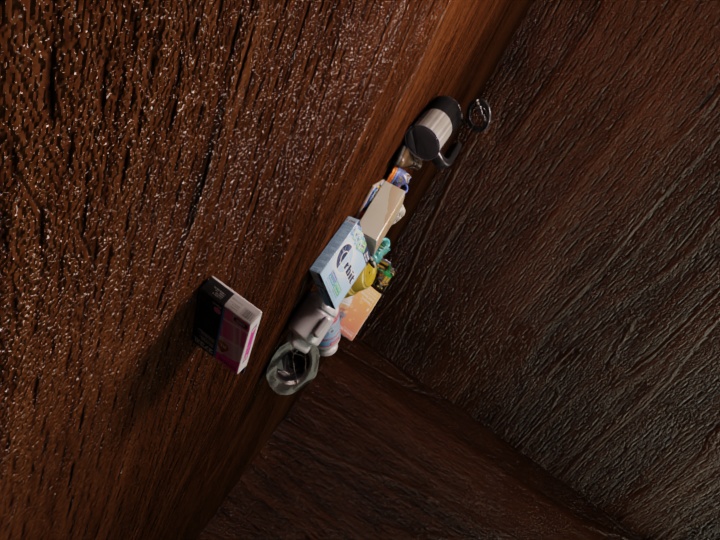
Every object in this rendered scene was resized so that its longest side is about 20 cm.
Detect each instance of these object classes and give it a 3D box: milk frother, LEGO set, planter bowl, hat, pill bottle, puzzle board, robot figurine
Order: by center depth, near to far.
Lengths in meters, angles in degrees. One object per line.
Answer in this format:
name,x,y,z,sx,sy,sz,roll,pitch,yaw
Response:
milk frother,0.268,-0.432,1.725,0.199,0.180,0.189,-38,-167,52
robot figurine,-0.142,0.145,1.726,0.202,0.112,0.169,-57,-147,-2
puzzle board,0.016,-0.187,1.791,0.202,0.017,0.151,-60,174,23
hat,-0.233,0.299,1.874,0.080,0.200,0.203,24,-102,51
pill bottle,-0.119,0.187,1.892,0.109,0.107,0.203,-52,152,-39
planter bowl,0.000,0.000,1.913,0.200,0.082,0.205,-37,132,-54
LEGO set,0.024,0.004,2.157,0.117,0.197,0.155,-57,-165,28

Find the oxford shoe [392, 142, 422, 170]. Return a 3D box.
oxford shoe,0.156,-0.352,1.792,0.073,0.084,0.200,-57,174,29

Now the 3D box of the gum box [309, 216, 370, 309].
gum box,-0.053,-0.021,1.620,0.202,0.044,0.171,-55,149,-24

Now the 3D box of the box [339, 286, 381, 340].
box,-0.049,0.121,2.075,0.202,0.151,0.106,-57,-154,-9

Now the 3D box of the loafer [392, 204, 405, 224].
loafer,0.056,-0.158,1.865,0.198,0.071,0.070,-38,154,9

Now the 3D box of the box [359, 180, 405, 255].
box,0.056,-0.159,1.738,0.202,0.076,0.095,-60,171,-24

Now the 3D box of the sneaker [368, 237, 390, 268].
sneaker,0.052,-0.067,1.823,0.079,0.078,0.200,-33,-172,16

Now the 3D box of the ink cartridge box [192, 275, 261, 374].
ink cartridge box,-0.214,0.100,0.900,0.037,0.094,0.201,-51,172,-38

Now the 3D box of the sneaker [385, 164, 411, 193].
sneaker,0.114,-0.264,1.867,0.201,0.077,0.077,108,6,-69
